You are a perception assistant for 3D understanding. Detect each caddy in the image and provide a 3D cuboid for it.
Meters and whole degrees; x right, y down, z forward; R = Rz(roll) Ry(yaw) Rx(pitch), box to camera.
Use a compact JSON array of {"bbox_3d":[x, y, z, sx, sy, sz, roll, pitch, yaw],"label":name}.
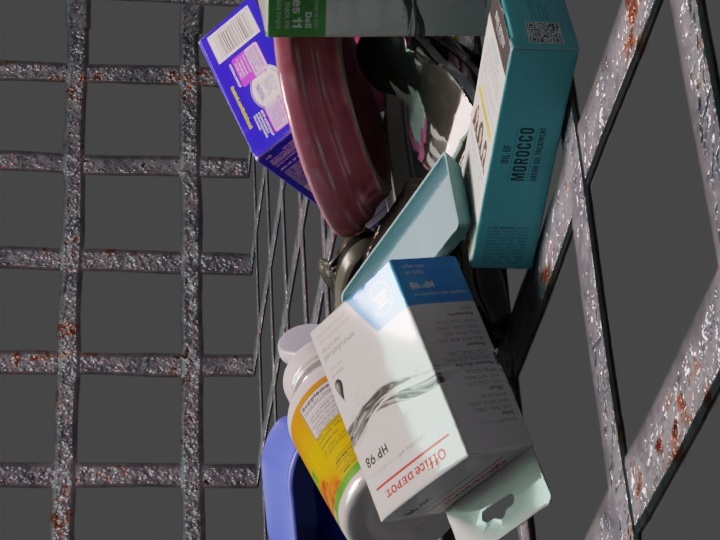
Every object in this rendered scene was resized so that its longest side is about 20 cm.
[{"bbox_3d":[-0.013,0.219,1.874,0.105,0.141,0.200,22,121,60],"label":"caddy"}]

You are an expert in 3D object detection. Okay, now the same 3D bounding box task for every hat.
[{"bbox_3d":[0.068,0.028,1.544,0.201,0.081,0.201,-171,90,-66],"label":"hat"}]

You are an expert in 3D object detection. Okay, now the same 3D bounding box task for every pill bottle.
[{"bbox_3d":[0.003,0.143,1.668,0.200,0.111,0.111,-124,33,-51],"label":"pill bottle"}]

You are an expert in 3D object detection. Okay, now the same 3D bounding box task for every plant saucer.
[{"bbox_3d":[0.035,-0.006,1.507,0.200,0.019,0.070,127,144,-47],"label":"plant saucer"},{"bbox_3d":[-0.019,-0.130,1.630,0.201,0.051,0.201,-15,-90,-79],"label":"plant saucer"}]

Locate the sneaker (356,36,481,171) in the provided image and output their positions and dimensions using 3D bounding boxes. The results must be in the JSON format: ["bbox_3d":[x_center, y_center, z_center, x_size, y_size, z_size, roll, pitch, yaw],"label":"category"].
[{"bbox_3d":[0.080,-0.143,1.577,0.200,0.086,0.080,60,137,35],"label":"sneaker"}]

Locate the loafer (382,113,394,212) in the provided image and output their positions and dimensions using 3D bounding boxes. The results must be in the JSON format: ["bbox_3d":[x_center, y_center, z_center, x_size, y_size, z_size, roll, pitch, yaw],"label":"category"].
[{"bbox_3d":[0.050,-0.089,1.798,0.063,0.072,0.200,-101,11,-75],"label":"loafer"}]

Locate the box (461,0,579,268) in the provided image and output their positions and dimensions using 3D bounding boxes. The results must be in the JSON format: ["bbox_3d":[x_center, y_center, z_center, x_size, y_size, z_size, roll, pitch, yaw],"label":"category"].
[{"bbox_3d":[0.111,-0.102,1.407,0.082,0.049,0.200,-98,12,-48],"label":"box"}]

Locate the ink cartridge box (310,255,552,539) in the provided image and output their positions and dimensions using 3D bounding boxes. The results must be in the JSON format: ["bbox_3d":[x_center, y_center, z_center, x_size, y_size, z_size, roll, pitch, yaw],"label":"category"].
[{"bbox_3d":[0.050,0.103,1.420,0.116,0.067,0.200,-43,60,43],"label":"ink cartridge box"}]

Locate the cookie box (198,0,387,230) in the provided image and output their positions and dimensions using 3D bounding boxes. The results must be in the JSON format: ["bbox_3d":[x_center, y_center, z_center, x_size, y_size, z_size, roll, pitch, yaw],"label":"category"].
[{"bbox_3d":[-0.044,-0.140,1.842,0.200,0.075,0.171,35,-158,-50],"label":"cookie box"}]

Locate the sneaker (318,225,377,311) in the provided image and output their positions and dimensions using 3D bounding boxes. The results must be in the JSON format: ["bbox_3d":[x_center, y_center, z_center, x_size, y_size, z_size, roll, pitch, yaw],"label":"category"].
[{"bbox_3d":[0.000,0.000,1.723,0.114,0.076,0.199,55,179,25],"label":"sneaker"}]

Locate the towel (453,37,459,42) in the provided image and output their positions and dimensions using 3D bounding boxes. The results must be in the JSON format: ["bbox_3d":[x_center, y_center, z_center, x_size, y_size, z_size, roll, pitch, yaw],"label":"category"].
[{"bbox_3d":[0.073,-0.280,1.827,0.144,0.023,0.200,132,138,-77],"label":"towel"}]

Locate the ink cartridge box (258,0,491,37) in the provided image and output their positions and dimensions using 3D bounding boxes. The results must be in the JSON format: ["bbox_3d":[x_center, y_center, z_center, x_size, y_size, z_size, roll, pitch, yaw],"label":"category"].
[{"bbox_3d":[0.019,-0.245,1.565,0.147,0.200,0.083,-104,14,-66],"label":"ink cartridge box"}]

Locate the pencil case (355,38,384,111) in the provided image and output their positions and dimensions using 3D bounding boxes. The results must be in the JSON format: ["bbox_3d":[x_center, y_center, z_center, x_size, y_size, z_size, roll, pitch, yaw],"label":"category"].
[{"bbox_3d":[0.011,-0.212,1.865,0.094,0.091,0.200,-61,6,20],"label":"pencil case"}]

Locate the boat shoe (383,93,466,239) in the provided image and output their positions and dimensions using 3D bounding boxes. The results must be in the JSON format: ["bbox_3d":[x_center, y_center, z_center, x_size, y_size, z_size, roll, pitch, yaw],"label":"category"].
[{"bbox_3d":[0.060,-0.108,1.709,0.070,0.071,0.201,89,174,-81],"label":"boat shoe"}]

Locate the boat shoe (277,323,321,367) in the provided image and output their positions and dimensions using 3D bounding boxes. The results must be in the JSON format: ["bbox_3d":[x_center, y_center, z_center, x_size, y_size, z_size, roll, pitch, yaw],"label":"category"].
[{"bbox_3d":[-0.002,0.105,1.935,0.200,0.070,0.066,8,131,42],"label":"boat shoe"}]
